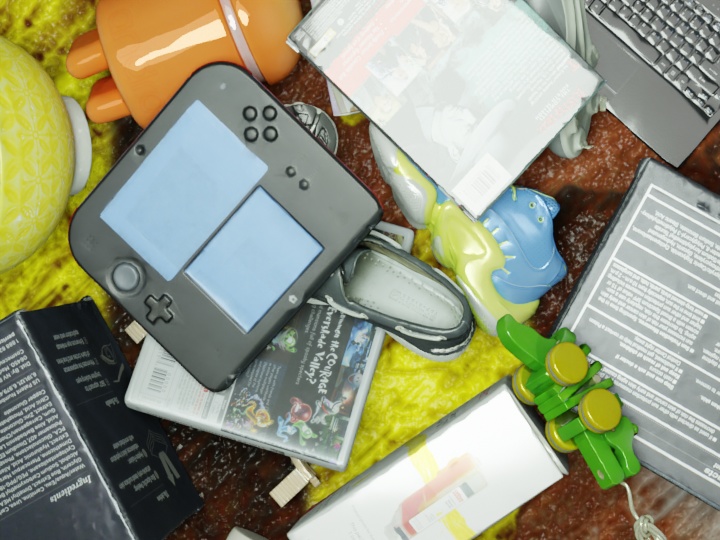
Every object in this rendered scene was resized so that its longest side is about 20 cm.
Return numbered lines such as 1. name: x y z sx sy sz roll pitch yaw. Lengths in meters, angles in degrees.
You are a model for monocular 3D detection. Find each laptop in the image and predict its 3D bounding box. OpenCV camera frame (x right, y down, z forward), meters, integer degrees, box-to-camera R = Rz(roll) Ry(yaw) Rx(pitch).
1. laptop: 0.243 -0.211 1.202 0.177 0.103 0.200 41 95 4

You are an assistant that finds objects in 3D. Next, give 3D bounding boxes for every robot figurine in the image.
1. robot figurine: -0.128 -0.180 1.237 0.198 0.117 0.145 -21 74 5

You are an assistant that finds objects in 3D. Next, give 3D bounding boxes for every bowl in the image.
1. bowl: -0.276 -0.096 1.247 0.107 0.199 0.203 -8 90 -35

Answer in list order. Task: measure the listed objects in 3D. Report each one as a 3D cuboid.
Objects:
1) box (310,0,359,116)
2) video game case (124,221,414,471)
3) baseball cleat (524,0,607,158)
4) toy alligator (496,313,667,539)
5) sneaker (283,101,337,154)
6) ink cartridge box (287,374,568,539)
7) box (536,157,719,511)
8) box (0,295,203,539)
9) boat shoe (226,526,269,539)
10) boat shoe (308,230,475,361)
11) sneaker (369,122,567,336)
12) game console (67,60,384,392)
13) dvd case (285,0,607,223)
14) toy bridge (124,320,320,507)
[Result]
1. box: -0.016 -0.222 1.226 0.038 0.041 0.203 -8 99 26
2. video game case: -0.069 0.037 1.248 0.180 0.023 0.202 16 71 6
3. baseball cleat: 0.131 -0.188 1.226 0.105 0.070 0.203 2 102 30
4. toy alligator: 0.169 0.107 1.124 0.054 0.059 0.201 -33 85 -33
5. sneaker: -0.104 -0.068 1.241 0.198 0.079 0.075 -22 92 9
6. ink cartridge box: 0.055 0.169 1.210 0.199 0.145 0.084 -34 86 5
7. box: 0.251 0.051 1.196 0.199 0.123 0.200 30 94 7
8. box: -0.231 0.138 1.213 0.117 0.197 0.202 -29 88 7
9. boat shoe: -0.039 0.292 1.256 0.199 0.075 0.093 33 87 4
10. boat shoe: 0.000 0.000 1.216 0.198 0.060 0.076 23 73 8
11. sneaker: 0.091 -0.054 1.241 0.104 0.076 0.201 -33 99 -3
12. game console: -0.106 -0.035 1.189 0.177 0.031 0.200 44 103 5
13. dvd case: 0.063 -0.157 1.181 0.200 0.022 0.146 43 98 3
14. toy bridge: -0.100 0.099 1.283 0.067 0.027 0.200 -43 87 4
